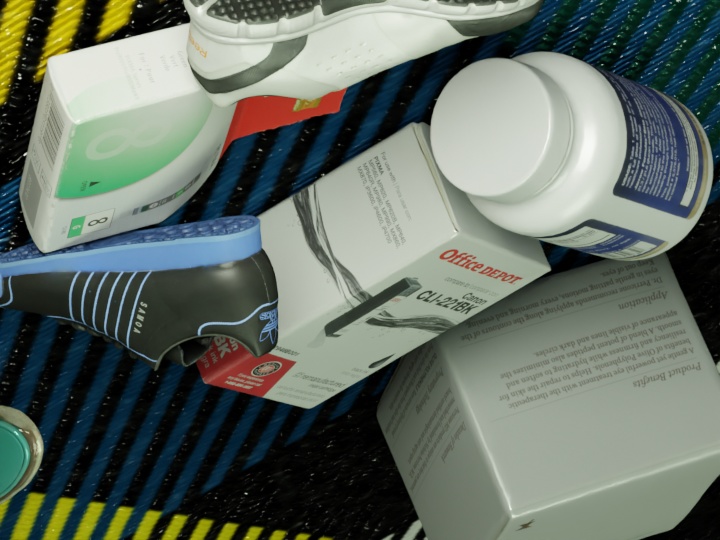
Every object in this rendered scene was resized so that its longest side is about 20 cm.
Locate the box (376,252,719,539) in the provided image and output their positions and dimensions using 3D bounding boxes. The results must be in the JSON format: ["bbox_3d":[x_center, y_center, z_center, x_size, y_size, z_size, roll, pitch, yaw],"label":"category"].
[{"bbox_3d":[0.146,0.115,2.166,0.199,0.172,0.200,-16,159,-18],"label":"box"}]

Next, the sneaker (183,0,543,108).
[{"bbox_3d":[0.000,-0.134,1.511,0.200,0.074,0.080,-8,141,-17],"label":"sneaker"}]

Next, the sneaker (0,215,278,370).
[{"bbox_3d":[-0.134,0.018,1.653,0.200,0.078,0.070,-4,-167,35],"label":"sneaker"}]

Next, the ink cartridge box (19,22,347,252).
[{"bbox_3d":[-0.082,-0.084,1.598,0.200,0.050,0.161,-14,158,-18],"label":"ink cartridge box"}]

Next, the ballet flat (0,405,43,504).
[{"bbox_3d":[-0.264,0.133,1.957,0.200,0.067,0.062,-37,-176,42],"label":"ballet flat"}]

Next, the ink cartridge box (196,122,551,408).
[{"bbox_3d":[0.000,0.000,1.845,0.200,0.084,0.144,-31,158,20],"label":"ink cartridge box"}]

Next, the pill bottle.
[{"bbox_3d":[0.126,-0.072,1.760,0.111,0.111,0.200,-32,158,23],"label":"pill bottle"}]
